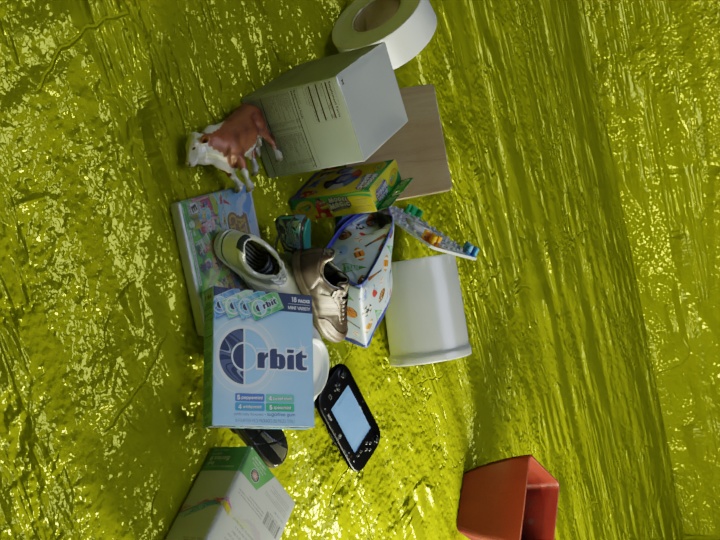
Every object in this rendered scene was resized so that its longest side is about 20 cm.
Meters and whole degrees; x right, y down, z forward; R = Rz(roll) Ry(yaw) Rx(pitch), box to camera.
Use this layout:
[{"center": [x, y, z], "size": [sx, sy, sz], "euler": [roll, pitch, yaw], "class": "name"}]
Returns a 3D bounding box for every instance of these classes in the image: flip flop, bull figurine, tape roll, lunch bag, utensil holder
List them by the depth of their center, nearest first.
[{"center": [-0.182, 0.214, 1.429], "size": [0.081, 0.057, 0.202], "euler": [-37, 97, -44], "class": "flip flop"}, {"center": [-0.197, -0.192, 1.467], "size": [0.123, 0.064, 0.201], "euler": [63, 36, -20], "class": "bull figurine"}, {"center": [0.000, 0.000, 1.674], "size": [0.172, 0.122, 0.201], "euler": [87, 28, -48], "class": "lunch bag"}, {"center": [0.045, -0.466, 1.784], "size": [0.071, 0.199, 0.205], "euler": [52, 44, -38], "class": "tape roll"}, {"center": [0.126, 0.077, 1.864], "size": [0.169, 0.167, 0.205], "euler": [-10, 92, -58], "class": "utensil holder"}]

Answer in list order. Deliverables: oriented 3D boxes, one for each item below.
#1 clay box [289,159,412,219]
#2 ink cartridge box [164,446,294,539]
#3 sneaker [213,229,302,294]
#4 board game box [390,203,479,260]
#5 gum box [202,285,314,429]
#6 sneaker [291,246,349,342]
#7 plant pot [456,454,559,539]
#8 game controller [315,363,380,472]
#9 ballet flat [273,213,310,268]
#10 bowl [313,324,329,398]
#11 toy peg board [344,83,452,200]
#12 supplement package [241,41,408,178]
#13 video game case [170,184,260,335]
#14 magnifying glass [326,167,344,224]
[{"center": [-0.015, -0.142, 1.636], "size": [0.115, 0.196, 0.048], "euler": [-53, 127, -48], "class": "clay box"}, {"center": [-0.195, 0.384, 1.369], "size": [0.147, 0.086, 0.202], "euler": [59, 38, -34], "class": "ink cartridge box"}, {"center": [-0.147, 0.004, 1.467], "size": [0.199, 0.070, 0.074], "euler": [37, 73, -46], "class": "sneaker"}, {"center": [0.124, -0.092, 1.873], "size": [0.198, 0.199, 0.026], "euler": [11, 113, -56], "class": "board game box"}, {"center": [-0.152, 0.134, 1.401], "size": [0.167, 0.044, 0.205], "euler": [6, 75, -30], "class": "gum box"}, {"center": [-0.047, 0.044, 1.535], "size": [0.071, 0.074, 0.202], "euler": [-84, 156, -43], "class": "sneaker"}, {"center": [0.327, 0.543, 2.107], "size": [0.200, 0.173, 0.204], "euler": [45, 49, -47], "class": "plant pot"}, {"center": [-0.023, 0.271, 1.708], "size": [0.202, 0.041, 0.105], "euler": [64, 37, -29], "class": "game controller"}, {"center": [-0.112, -0.015, 1.575], "size": [0.075, 0.073, 0.203], "euler": [-56, 154, -46], "class": "ballet flat"}, {"center": [-0.112, 0.155, 1.520], "size": [0.200, 0.089, 0.206], "euler": [-4, 95, -60], "class": "bowl"}, {"center": [0.053, -0.231, 1.777], "size": [0.098, 0.195, 0.204], "euler": [164, -85, -78], "class": "toy peg board"}, {"center": [-0.057, -0.273, 1.589], "size": [0.191, 0.196, 0.150], "euler": [-46, 123, -50], "class": "supplement package"}, {"center": [-0.213, -0.021, 1.463], "size": [0.181, 0.022, 0.205], "euler": [-24, 106, -57], "class": "video game case"}, {"center": [-0.033, -0.125, 1.772], "size": [0.080, 0.022, 0.204], "euler": [-43, 121, -52], "class": "magnifying glass"}]
